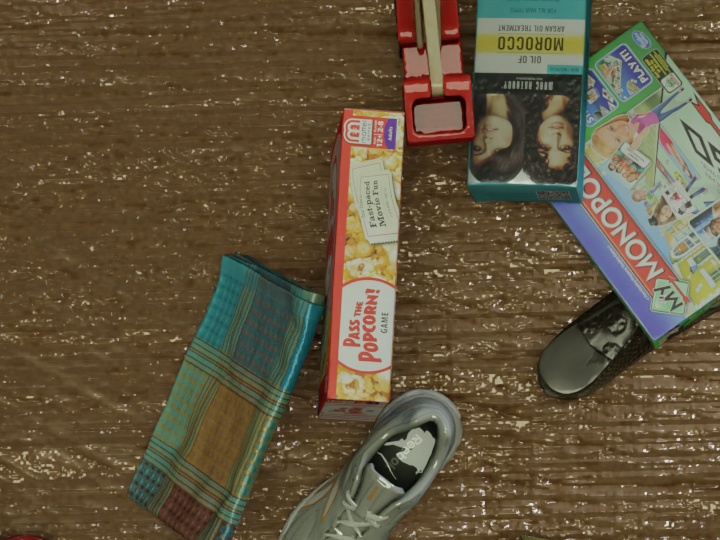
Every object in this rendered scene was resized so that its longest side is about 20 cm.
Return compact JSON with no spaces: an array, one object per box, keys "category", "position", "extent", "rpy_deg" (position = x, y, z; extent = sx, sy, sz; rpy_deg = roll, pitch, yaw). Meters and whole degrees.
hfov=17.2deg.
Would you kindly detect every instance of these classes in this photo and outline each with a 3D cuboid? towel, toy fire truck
[{"category":"towel","position":[-0.098,0.093,1.714],"extent":[0.022,0.146,0.201],"rpy_deg":[22,91,-32]},{"category":"toy fire truck","position":[0.048,-0.188,1.706],"extent":[0.048,0.141,0.201],"rpy_deg":[-5,89,1]}]

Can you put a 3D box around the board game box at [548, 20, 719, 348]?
[{"category":"board game box","position":[0.209,-0.063,1.734],"extent":[0.134,0.029,0.200],"rpy_deg":[-36,75,0]}]

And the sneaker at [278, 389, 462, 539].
[{"category":"sneaker","position":[-0.001,0.171,1.728],"extent":[0.076,0.092,0.201],"rpy_deg":[34,90,2]}]

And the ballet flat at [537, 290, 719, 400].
[{"category":"ballet flat","position":[0.214,0.030,1.752],"extent":[0.200,0.046,0.067],"rpy_deg":[-37,73,-5]}]

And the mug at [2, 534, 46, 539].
[{"category":"mug","position":[-0.287,0.290,1.717],"extent":[0.177,0.133,0.201],"rpy_deg":[-20,92,3]}]

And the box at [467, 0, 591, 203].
[{"category":"box","position":[0.124,-0.152,1.727],"extent":[0.082,0.049,0.201],"rpy_deg":[1,78,10]}]

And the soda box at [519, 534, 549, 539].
[{"category":"soda box","position":[0.208,0.246,1.736],"extent":[0.199,0.064,0.068],"rpy_deg":[11,90,2]}]

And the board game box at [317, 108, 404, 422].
[{"category":"board game box","position":[0.000,0.000,1.686],"extent":[0.046,0.152,0.201],"rpy_deg":[4,80,-3]}]
